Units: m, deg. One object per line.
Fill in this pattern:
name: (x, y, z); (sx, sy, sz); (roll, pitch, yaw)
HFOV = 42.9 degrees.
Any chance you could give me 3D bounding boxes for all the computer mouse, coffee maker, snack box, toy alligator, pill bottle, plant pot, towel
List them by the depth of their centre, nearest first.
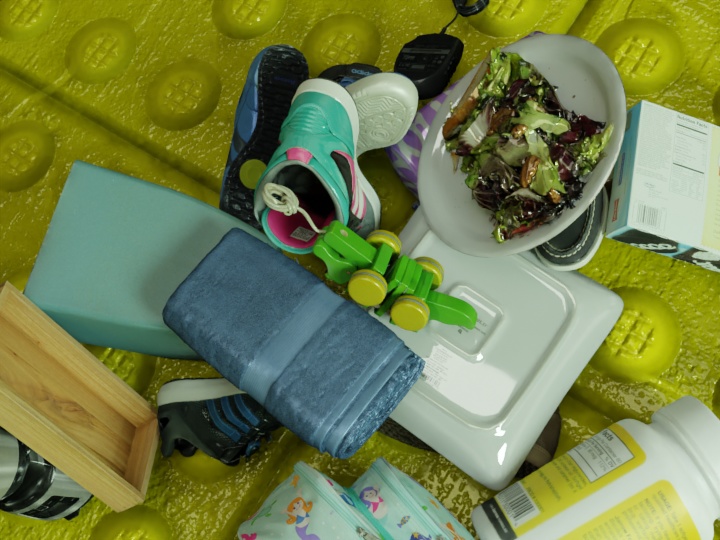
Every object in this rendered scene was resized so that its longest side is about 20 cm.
pill bottle: (0.197, 0.188, 0.713); (0.200, 0.114, 0.114); (-31, 66, 0)
toy alligator: (0.000, 0.000, 0.730); (0.200, 0.054, 0.059); (31, 45, -8)
towel: (-0.057, 0.057, 0.737); (0.200, 0.049, 0.112); (35, 69, 20)
snack box: (0.310, -0.058, 0.776); (0.199, 0.037, 0.117); (16, 72, -12)
coffee maker: (-0.330, 0.123, 0.799); (0.134, 0.200, 0.193); (-5, 76, 23)
plant pot: (-0.175, 0.006, 0.857); (0.199, 0.141, 0.142); (12, 73, 8)
computer mouse: (0.087, -0.235, 0.924); (0.058, 0.034, 0.200); (11, 52, 27)

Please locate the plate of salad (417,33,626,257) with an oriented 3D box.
plate of salad: (0.120, -0.108, 0.750); (0.200, 0.048, 0.201); (-20, 58, 35)

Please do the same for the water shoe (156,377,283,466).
water shoe: (-0.097, 0.134, 0.813); (0.200, 0.071, 0.079); (-8, 78, 35)

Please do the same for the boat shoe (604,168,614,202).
boat shoe: (0.191, -0.075, 0.839); (0.199, 0.072, 0.065); (-11, 52, 14)

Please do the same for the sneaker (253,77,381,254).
sneaker: (-0.033, -0.052, 0.796); (0.083, 0.200, 0.121); (8, 52, 19)

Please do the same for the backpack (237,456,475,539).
backpack: (0.008, 0.232, 0.704); (0.200, 0.178, 0.151); (35, 79, 20)

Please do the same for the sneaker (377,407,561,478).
sneaker: (0.077, 0.116, 0.803); (0.199, 0.071, 0.076); (20, 58, 13)

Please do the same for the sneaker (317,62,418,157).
sneaker: (-0.001, -0.162, 0.858); (0.077, 0.200, 0.112); (19, 67, -15)

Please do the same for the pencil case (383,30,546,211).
pencil case: (0.114, -0.143, 0.871); (0.200, 0.084, 0.086); (-39, 30, -2)

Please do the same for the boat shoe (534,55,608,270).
boat shoe: (0.172, -0.101, 0.775); (0.074, 0.060, 0.201); (2, 70, 24)

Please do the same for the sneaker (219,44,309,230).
sneaker: (-0.102, -0.131, 0.938); (0.066, 0.078, 0.201); (14, 88, -20)

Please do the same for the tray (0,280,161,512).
tray: (-0.256, 0.112, 0.785); (0.037, 0.200, 0.099); (-26, 35, 20)

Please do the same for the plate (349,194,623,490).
plate: (0.089, 0.047, 0.769); (0.199, 0.032, 0.200); (33, 76, 15)
